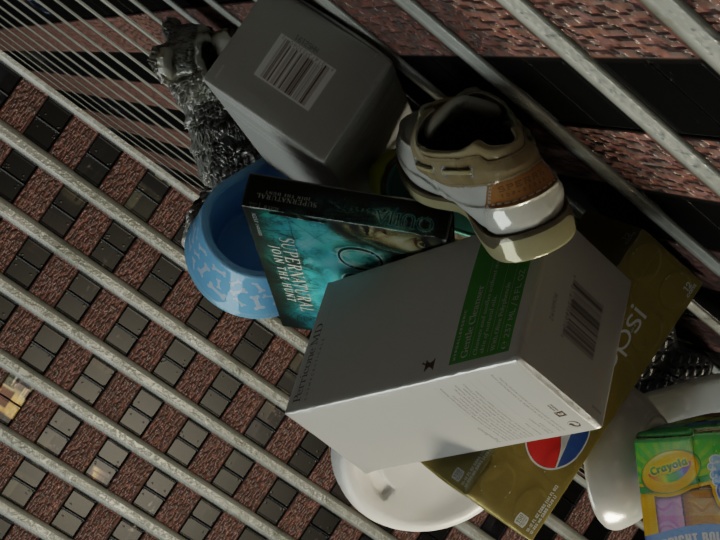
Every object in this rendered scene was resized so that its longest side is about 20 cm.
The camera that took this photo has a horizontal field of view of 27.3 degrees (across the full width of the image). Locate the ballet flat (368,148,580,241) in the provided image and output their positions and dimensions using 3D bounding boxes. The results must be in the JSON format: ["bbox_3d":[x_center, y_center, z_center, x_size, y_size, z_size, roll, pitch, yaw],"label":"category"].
[{"bbox_3d":[0.091,-0.028,1.018,0.198,0.067,0.067,27,174,-15],"label":"ballet flat"}]

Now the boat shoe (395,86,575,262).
[{"bbox_3d":[0.067,-0.073,0.872,0.200,0.074,0.069,44,157,63],"label":"boat shoe"}]

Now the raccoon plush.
[{"bbox_3d":[-0.140,-0.109,1.222,0.133,0.201,0.097,27,-164,-17],"label":"raccoon plush"}]

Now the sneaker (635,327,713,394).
[{"bbox_3d":[0.198,0.056,1.120,0.083,0.072,0.200,37,-179,35],"label":"sneaker"}]

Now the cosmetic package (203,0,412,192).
[{"bbox_3d":[-0.026,-0.107,1.031,0.106,0.091,0.200,34,178,12],"label":"cosmetic package"}]

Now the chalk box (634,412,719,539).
[{"bbox_3d":[0.259,0.150,0.955,0.123,0.203,0.124,-9,175,38],"label":"chalk box"}]

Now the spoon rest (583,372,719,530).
[{"bbox_3d":[0.201,0.115,1.032,0.060,0.101,0.199,-3,-172,38],"label":"spoon rest"}]

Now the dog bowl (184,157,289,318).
[{"bbox_3d":[-0.044,-0.047,1.148,0.112,0.199,0.050,50,156,17],"label":"dog bowl"}]

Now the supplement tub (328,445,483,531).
[{"bbox_3d":[0.038,0.094,1.177,0.145,0.146,0.201,36,-163,-24],"label":"supplement tub"}]

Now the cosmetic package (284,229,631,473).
[{"bbox_3d":[0.058,0.049,0.909,0.199,0.109,0.085,-18,134,43],"label":"cosmetic package"}]

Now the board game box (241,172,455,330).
[{"bbox_3d":[0.000,0.000,1.008,0.134,0.028,0.200,9,157,10],"label":"board game box"}]

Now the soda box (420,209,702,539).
[{"bbox_3d":[0.128,0.064,0.947,0.068,0.201,0.064,37,174,-30],"label":"soda box"}]
